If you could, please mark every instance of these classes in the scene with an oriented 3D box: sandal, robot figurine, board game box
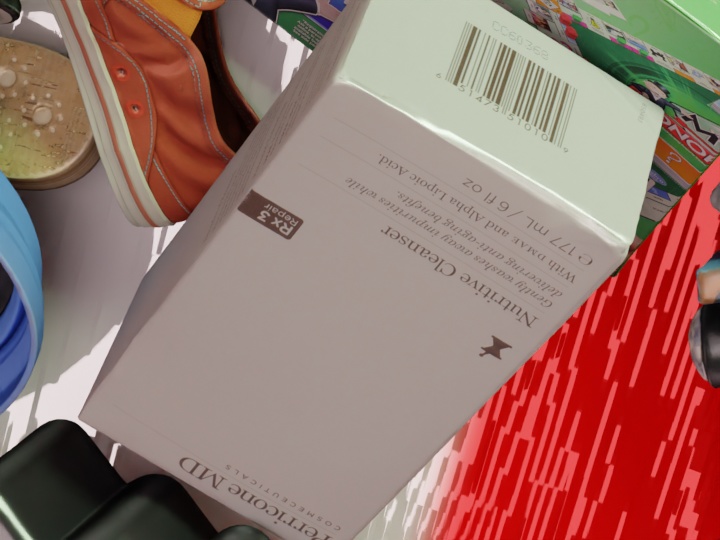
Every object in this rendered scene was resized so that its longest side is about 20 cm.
[{"bbox_3d":[-0.200,-0.071,0.909,0.212,0.070,0.078,6,80,11],"label":"sandal"},{"bbox_3d":[-0.085,0.156,0.926,0.125,0.150,0.200,-37,93,-17],"label":"robot figurine"},{"bbox_3d":[0.039,-0.095,0.846,0.200,0.029,0.135,37,145,1],"label":"board game box"}]

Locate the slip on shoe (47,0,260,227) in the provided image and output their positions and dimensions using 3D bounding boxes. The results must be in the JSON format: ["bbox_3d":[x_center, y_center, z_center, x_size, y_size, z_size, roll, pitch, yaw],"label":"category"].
[{"bbox_3d":[-0.077,-0.105,0.869,0.061,0.074,0.200,-11,122,9],"label":"slip on shoe"}]

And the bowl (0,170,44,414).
[{"bbox_3d":[-0.210,-0.008,0.903,0.201,0.039,0.201,8,141,6],"label":"bowl"}]

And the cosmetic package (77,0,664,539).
[{"bbox_3d":[0.000,0.000,0.845,0.113,0.081,0.200,30,132,-8],"label":"cosmetic package"}]

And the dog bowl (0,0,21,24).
[{"bbox_3d":[-0.206,-0.144,0.847,0.200,0.200,0.074,14,88,9],"label":"dog bowl"}]

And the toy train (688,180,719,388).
[{"bbox_3d":[0.209,-0.008,0.845,0.200,0.087,0.114,-5,93,15],"label":"toy train"}]
